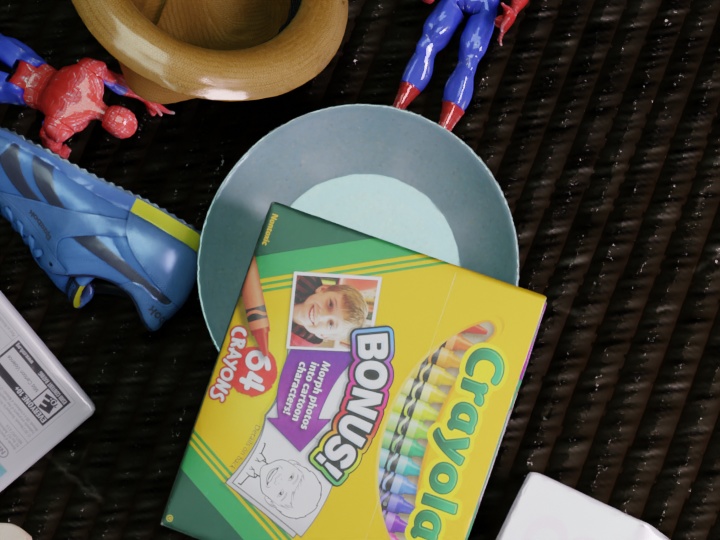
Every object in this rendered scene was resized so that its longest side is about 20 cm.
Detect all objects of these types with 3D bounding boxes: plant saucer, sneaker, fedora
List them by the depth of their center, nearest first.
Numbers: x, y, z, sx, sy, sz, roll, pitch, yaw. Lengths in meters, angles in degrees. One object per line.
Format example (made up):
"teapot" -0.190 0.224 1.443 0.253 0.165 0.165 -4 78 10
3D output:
"plant saucer" 0.000 0.000 1.274 0.199 0.039 0.203 -1 83 8
"fedora" -0.105 -0.166 1.297 0.199 0.082 0.202 14 49 -17
"sneaker" -0.193 -0.030 1.300 0.199 0.066 0.079 28 84 13

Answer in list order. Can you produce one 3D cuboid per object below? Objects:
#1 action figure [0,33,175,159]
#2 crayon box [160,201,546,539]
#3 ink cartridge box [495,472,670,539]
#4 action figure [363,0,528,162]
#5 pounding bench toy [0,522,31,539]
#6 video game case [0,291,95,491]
"action figure" -0.204 -0.114 1.331 0.199 0.099 0.066 25 82 35
"crayon box" -0.002 0.083 1.215 0.171 0.058 0.202 19 87 8
"ink cartridge box" 0.153 0.233 1.197 0.199 0.057 0.164 24 79 17
"action figure" 0.070 -0.166 1.314 0.065 0.052 0.201 22 77 16
"pounding bench toy" -0.258 0.252 1.194 0.199 0.124 0.157 -24 82 0
"video game case" -0.294 0.067 1.264 0.182 0.024 0.200 -39 102 -4
